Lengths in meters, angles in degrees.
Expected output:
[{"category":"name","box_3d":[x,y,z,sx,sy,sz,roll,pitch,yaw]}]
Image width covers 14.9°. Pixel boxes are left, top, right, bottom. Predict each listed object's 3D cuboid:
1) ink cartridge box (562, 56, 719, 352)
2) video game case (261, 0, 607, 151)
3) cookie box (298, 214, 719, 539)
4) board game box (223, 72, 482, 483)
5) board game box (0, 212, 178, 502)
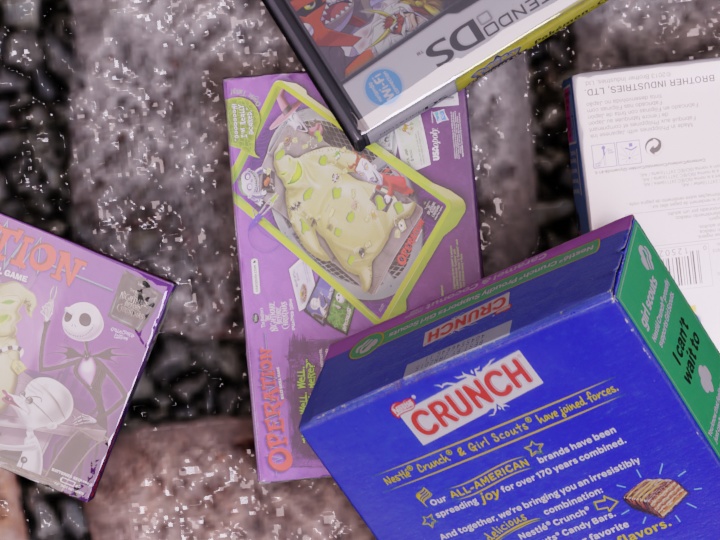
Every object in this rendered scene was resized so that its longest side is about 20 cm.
[{"category":"ink cartridge box","box_3d":[0.176,-0.004,1.337,0.136,0.076,0.200,-7,90,3]},{"category":"video game case","box_3d":[0.023,-0.188,1.342,0.181,0.026,0.200,-31,80,-2]},{"category":"cookie box","box_3d":[0.098,0.097,1.283,0.171,0.075,0.200,-23,115,24]},{"category":"board game box","box_3d":[0.000,0.000,1.359,0.120,0.032,0.200,-5,90,-2]},{"category":"board game box","box_3d":[-0.205,0.024,1.377,0.200,0.032,0.120,21,88,2]}]
